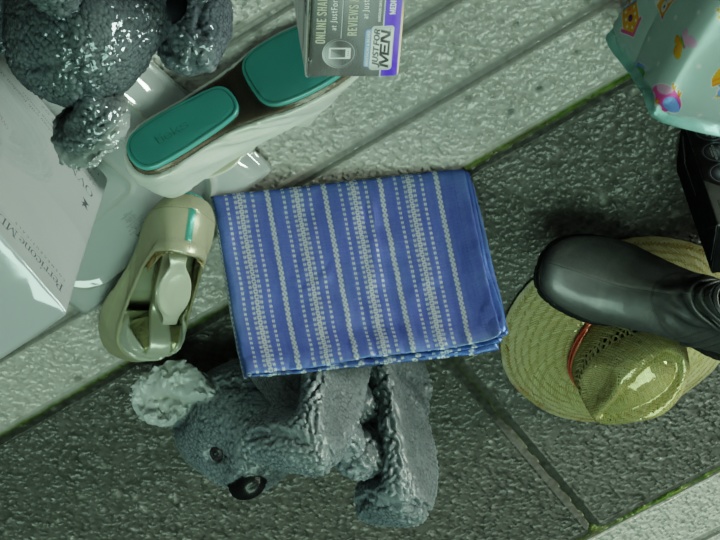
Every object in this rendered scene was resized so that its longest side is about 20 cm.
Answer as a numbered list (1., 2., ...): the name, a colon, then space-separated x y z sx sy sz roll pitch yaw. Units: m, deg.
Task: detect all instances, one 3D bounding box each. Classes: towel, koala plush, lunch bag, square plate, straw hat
1. towel: 0.000 0.000 1.603 0.199 0.146 0.024 -7 160 -12
2. koala plush: -0.178 -0.168 1.398 0.182 0.200 0.178 -8 124 1
3. koala plush: -0.062 0.108 1.698 0.199 0.185 0.177 -18 146 33
4. lunch bag: 0.300 -0.174 1.524 0.199 0.122 0.171 14 124 -28
5. square plate: -0.200 -0.069 1.602 0.200 0.029 0.198 -36 123 20
6. straw hat: 0.212 0.073 1.729 0.199 0.085 0.202 -4 129 -5

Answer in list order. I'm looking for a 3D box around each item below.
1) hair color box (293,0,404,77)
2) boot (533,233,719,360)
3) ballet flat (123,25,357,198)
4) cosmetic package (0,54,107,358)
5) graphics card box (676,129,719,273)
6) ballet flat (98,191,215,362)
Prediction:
1. hair color box: -0.013 -0.221 1.392 0.064 0.201 0.110 0 129 -6
2. boot: 0.238 0.017 1.621 0.199 0.132 0.070 14 84 -15
3. ballet flat: -0.074 -0.114 1.557 0.199 0.070 0.070 -30 127 -1
4. cosmetic package: -0.285 -0.060 1.463 0.123 0.200 0.200 -32 113 19
5. graphics card box: 0.341 -0.060 1.613 0.198 0.126 0.051 -4 133 -4
6. ballet flat: -0.151 0.024 1.632 0.069 0.070 0.200 7 140 -13
